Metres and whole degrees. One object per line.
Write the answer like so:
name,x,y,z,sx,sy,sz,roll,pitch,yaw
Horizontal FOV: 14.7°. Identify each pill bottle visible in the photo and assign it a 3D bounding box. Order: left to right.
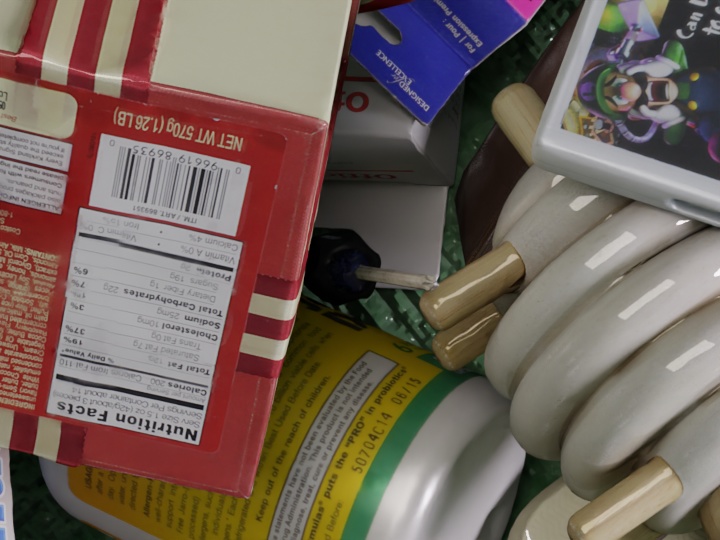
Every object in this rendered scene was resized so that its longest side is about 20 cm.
pill bottle,-0.048,0.058,1.034,0.199,0.113,0.113,23,81,21

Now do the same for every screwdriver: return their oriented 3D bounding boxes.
screwdriver,0.000,0.000,0.981,0.029,0.200,0.028,15,89,-7

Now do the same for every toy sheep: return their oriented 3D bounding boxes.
toy sheep,0.099,0.019,0.937,0.138,0.138,0.201,-34,75,4

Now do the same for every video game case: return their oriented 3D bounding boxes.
video game case,0.172,-0.095,0.907,0.181,0.023,0.201,19,70,8

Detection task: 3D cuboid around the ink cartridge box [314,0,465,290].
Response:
ink cartridge box,-0.019,-0.099,1.095,0.115,0.068,0.201,2,75,16

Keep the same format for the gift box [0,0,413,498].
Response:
gift box,-0.078,-0.064,0.931,0.183,0.201,0.187,15,36,-5

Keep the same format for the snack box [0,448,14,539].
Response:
snack box,-0.155,0.089,1.004,0.072,0.024,0.201,-24,65,43

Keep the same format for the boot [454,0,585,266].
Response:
boot,0.126,-0.064,1.009,0.201,0.064,0.186,-56,31,-1

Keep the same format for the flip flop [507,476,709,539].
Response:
flip flop,0.138,0.061,1.006,0.199,0.058,0.081,-33,68,-3

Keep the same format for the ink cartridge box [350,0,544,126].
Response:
ink cartridge box,0.052,-0.158,1.056,0.095,0.037,0.200,43,67,-11
